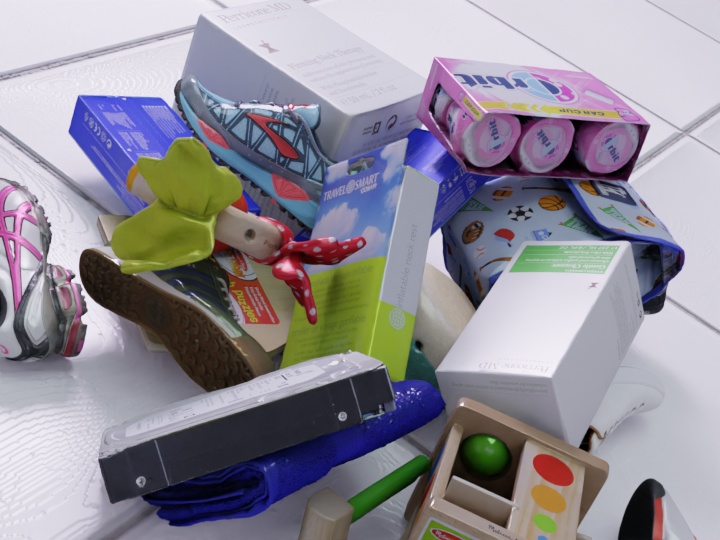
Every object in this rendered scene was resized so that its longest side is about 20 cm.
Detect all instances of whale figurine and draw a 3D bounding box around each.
[{"bbox_3d":[0.057,0.060,1.176,0.160,0.103,0.200,55,12,1],"label":"whale figurine"}]

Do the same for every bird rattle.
[{"bbox_3d":[-0.103,-0.043,1.036,0.199,0.114,0.163,14,11,-37],"label":"bird rattle"}]

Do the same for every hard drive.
[{"bbox_3d":[-0.082,0.104,0.907,0.198,0.038,0.140,-16,3,-9],"label":"hard drive"}]

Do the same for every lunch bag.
[{"bbox_3d":[0.192,-0.030,1.269,0.198,0.125,0.171,-16,38,-7],"label":"lunch bag"}]

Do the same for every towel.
[{"bbox_3d":[-0.046,0.135,0.960,0.199,0.147,0.050,-20,94,-46],"label":"towel"}]

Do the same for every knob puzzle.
[{"bbox_3d":[-0.123,0.018,1.163,0.217,0.031,0.221,17,31,-11],"label":"knob puzzle"}]

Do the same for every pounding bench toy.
[{"bbox_3d":[0.064,0.179,0.955,0.198,0.125,0.156,25,31,1],"label":"pounding bench toy"}]

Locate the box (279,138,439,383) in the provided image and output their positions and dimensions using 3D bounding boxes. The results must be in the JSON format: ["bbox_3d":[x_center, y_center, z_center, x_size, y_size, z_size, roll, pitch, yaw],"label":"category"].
[{"bbox_3d":[0.000,0.000,1.093,0.047,0.121,0.202,25,66,-33],"label":"box"}]

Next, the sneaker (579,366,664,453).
[{"bbox_3d":[0.210,0.135,1.199,0.198,0.073,0.086,6,66,-38],"label":"sneaker"}]

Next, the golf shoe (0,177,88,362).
[{"bbox_3d":[-0.291,-0.008,1.048,0.091,0.073,0.200,-3,41,-35],"label":"golf shoe"}]

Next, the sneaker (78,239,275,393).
[{"bbox_3d":[-0.128,0.027,1.049,0.199,0.068,0.090,34,38,21],"label":"sneaker"}]

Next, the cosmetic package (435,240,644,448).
[{"bbox_3d":[0.154,0.061,1.079,0.107,0.086,0.200,0,31,30],"label":"cosmetic package"}]

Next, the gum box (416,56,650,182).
[{"bbox_3d":[0.159,-0.144,1.243,0.198,0.067,0.114,1,32,-27],"label":"gum box"}]

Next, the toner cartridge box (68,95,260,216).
[{"bbox_3d":[-0.184,-0.093,1.207,0.094,0.043,0.200,-2,37,-40],"label":"toner cartridge box"}]

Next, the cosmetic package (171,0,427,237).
[{"bbox_3d":[-0.066,-0.152,1.328,0.199,0.168,0.167,35,33,20],"label":"cosmetic package"}]

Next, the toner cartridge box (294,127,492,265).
[{"bbox_3d":[0.029,-0.057,1.253,0.094,0.043,0.200,18,51,44],"label":"toner cartridge box"}]

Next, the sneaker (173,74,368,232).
[{"bbox_3d":[-0.077,-0.124,1.189,0.199,0.096,0.079,38,10,-10],"label":"sneaker"}]

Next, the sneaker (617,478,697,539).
[{"bbox_3d":[0.269,0.260,1.031,0.107,0.068,0.202,19,35,-10],"label":"sneaker"}]

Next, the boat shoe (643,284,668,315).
[{"bbox_3d":[0.219,0.016,1.361,0.197,0.069,0.074,-1,44,6],"label":"boat shoe"}]
